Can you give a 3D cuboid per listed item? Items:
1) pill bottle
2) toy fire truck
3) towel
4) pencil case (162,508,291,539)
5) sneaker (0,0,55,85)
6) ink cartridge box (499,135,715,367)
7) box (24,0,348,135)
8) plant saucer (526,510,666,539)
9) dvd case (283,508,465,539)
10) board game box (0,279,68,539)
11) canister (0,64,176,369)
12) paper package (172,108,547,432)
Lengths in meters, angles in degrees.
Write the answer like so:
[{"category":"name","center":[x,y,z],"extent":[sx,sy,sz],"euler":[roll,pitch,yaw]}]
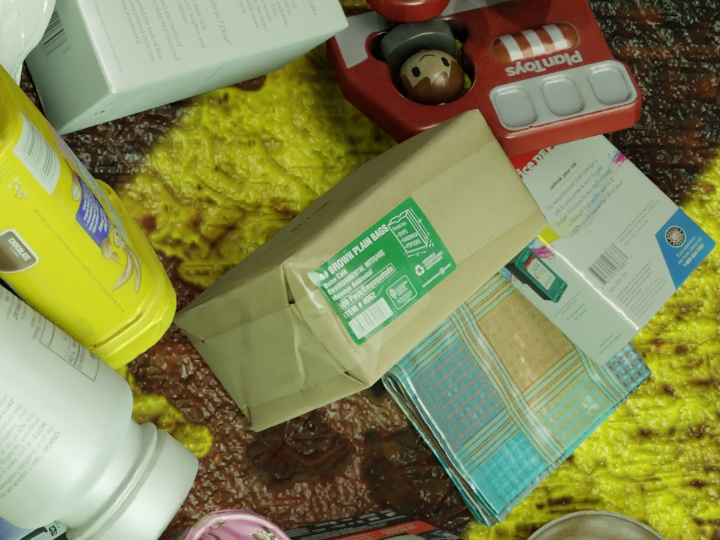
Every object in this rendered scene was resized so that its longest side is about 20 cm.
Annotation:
[{"category":"pill bottle","center":[-0.204,0.092,1.478],"extent":[0.200,0.114,0.114],"euler":[38,61,-15]},{"category":"toy fire truck","center":[0.085,-0.151,1.733],"extent":[0.200,0.112,0.168],"euler":[-14,56,-12]},{"category":"towel","center":[0.118,0.075,1.790],"extent":[0.200,0.022,0.147],"euler":[-39,97,-32]},{"category":"pencil case","center":[-0.099,0.210,1.523],"extent":[0.083,0.200,0.087],"euler":[9,71,-17]},{"category":"sneaker","center":[-0.254,-0.156,1.558],"extent":[0.088,0.075,0.200],"euler":[-1,104,-64]},{"category":"ink cartridge box","center":[0.150,-0.042,1.798],"extent":[0.200,0.067,0.116],"euler":[44,55,3]},{"category":"box","center":[-0.136,-0.199,1.669],"extent":[0.200,0.106,0.153],"euler":[-19,86,-33]},{"category":"plant saucer","center":[0.173,0.276,1.758],"extent":[0.200,0.032,0.201],"euler":[8,73,-28]},{"category":"dvd case","center":[0.015,0.201,1.595],"extent":[0.146,0.200,0.022],"euler":[-8,102,-32]},{"category":"board game box","center":[-0.259,0.119,1.540],"extent":[0.165,0.057,0.200],"euler":[-30,92,-31]},{"category":"canister","center":[-0.211,-0.045,1.514],"extent":[0.086,0.149,0.200],"euler":[-35,137,1]},{"category":"paper package","center":[0.000,0.000,1.643],"extent":[0.200,0.191,0.104],"euler":[-39,97,-31]}]
